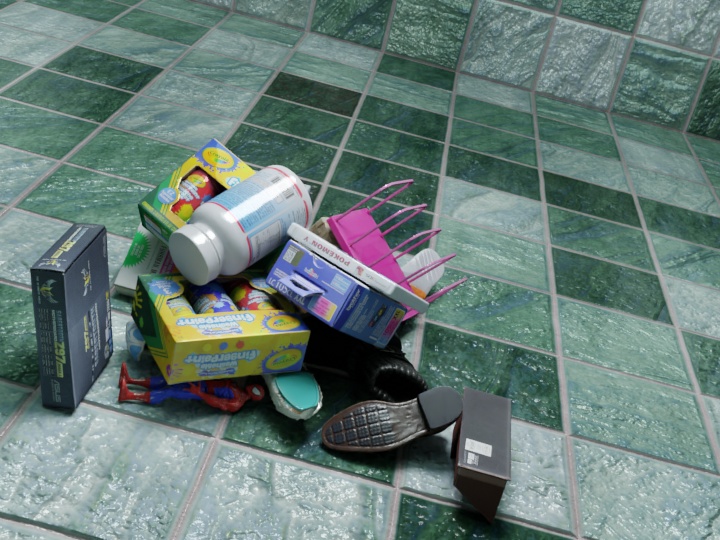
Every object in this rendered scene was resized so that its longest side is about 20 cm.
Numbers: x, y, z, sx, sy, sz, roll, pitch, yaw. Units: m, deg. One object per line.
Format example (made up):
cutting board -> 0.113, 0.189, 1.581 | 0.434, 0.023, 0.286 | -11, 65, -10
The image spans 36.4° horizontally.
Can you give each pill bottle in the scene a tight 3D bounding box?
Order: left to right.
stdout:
pill bottle -> -0.170, -0.062, 1.550 | 0.108, 0.109, 0.199 | 30, 47, 30

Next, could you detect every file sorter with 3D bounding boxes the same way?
file sorter -> 0.067, -0.033, 1.782 | 0.201, 0.125, 0.139 | 61, 26, 5

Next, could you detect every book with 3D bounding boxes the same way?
book -> -0.270, -0.002, 1.732 | 0.198, 0.048, 0.135 | 15, 65, 6

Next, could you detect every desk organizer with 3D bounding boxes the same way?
desk organizer -> 0.162, 0.249, 1.494 | 0.071, 0.078, 0.200 | 15, 25, 1

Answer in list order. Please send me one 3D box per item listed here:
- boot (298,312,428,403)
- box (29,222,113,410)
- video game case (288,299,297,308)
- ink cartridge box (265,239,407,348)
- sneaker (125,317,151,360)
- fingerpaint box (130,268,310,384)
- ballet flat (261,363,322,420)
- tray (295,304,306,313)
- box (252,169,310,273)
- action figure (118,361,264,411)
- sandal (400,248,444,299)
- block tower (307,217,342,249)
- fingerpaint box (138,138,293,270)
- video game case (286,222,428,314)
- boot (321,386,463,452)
boot -> -0.010, 0.136, 1.631 | 0.209, 0.080, 0.158 | 7, 26, -18
box -> -0.378, 0.058, 1.447 | 0.050, 0.202, 0.158 | 5, 23, 6
video game case -> -0.159, -0.003, 1.878 | 0.199, 0.046, 0.181 | 32, 31, 32
ink cartridge box -> -0.040, 0.032, 1.551 | 0.136, 0.077, 0.200 | 31, 0, 31
sneaker -> -0.243, 0.106, 1.592 | 0.198, 0.072, 0.073 | 3, 56, -26
fingerpaint box -> -0.195, 0.072, 1.516 | 0.198, 0.074, 0.167 | -2, 33, -30
ballet flat -> -0.104, 0.159, 1.548 | 0.071, 0.072, 0.200 | 3, 30, -24
tray -> -0.044, 0.013, 1.839 | 0.099, 0.037, 0.200 | 52, 39, 1
box -> -0.198, -0.088, 1.854 | 0.182, 0.106, 0.200 | 16, 26, 5
action figure -> -0.229, 0.160, 1.504 | 0.198, 0.052, 0.066 | 9, 22, -17
sandal -> 0.078, 0.032, 1.913 | 0.079, 0.059, 0.206 | 54, 42, -1
block tower -> -0.026, 0.013, 1.786 | 0.057, 0.054, 0.201 | -1, 62, -44
fingerpaint box -> -0.213, -0.080, 1.689 | 0.200, 0.074, 0.167 | 40, 67, 15
video game case -> 0.000, 0.000, 1.599 | 0.181, 0.023, 0.200 | 31, 0, 20
boot -> 0.045, 0.221, 1.522 | 0.198, 0.097, 0.075 | -12, 68, -3
